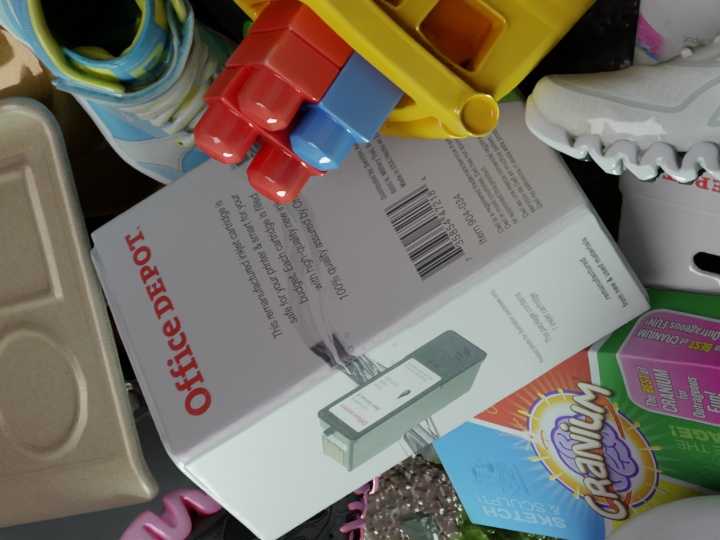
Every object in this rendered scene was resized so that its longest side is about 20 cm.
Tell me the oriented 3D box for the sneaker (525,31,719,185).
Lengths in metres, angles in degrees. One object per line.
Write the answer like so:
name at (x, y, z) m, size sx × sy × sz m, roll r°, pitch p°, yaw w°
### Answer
sneaker at (0.163, -0.074, 0.844) m, size 0.200 × 0.075 × 0.081 m, roll 1°, pitch 103°, yaw 12°

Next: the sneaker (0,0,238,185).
sneaker at (-0.088, -0.084, 0.976) m, size 0.200 × 0.131 × 0.080 m, roll 38°, pitch 90°, yaw -26°

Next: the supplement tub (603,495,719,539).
supplement tub at (0.153, 0.206, 0.983) m, size 0.145 × 0.145 × 0.200 m, roll 29°, pitch 151°, yaw 17°

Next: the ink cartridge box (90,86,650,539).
ink cartridge box at (0.000, 0.000, 0.951) m, size 0.200 × 0.146 × 0.084 m, roll -32°, pitch 138°, yaw 6°

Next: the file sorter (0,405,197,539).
file sorter at (-0.114, 0.188, 1.136) m, size 0.139 × 0.200 × 0.125 m, roll 20°, pitch 123°, yaw 22°

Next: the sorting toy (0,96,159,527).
sorting toy at (-0.188, 0.028, 1.070) m, size 0.185 × 0.036 × 0.200 m, roll -13°, pitch 95°, yaw 37°

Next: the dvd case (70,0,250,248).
dvd case at (-0.116, -0.081, 1.122) m, size 0.150 × 0.025 × 0.200 m, roll 47°, pitch 128°, yaw 3°

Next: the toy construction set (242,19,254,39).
toy construction set at (-0.035, -0.169, 1.000) m, size 0.200 × 0.092 × 0.131 m, roll 51°, pitch 153°, yaw 10°

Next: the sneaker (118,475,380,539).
sneaker at (-0.023, 0.115, 1.057) m, size 0.095 × 0.200 × 0.079 m, roll 37°, pitch 158°, yaw 29°

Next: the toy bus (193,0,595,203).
toy bus at (-0.012, -0.132, 0.859) m, size 0.200 × 0.192 × 0.136 m, roll 40°, pitch 171°, yaw -18°

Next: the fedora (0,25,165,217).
fedora at (-0.178, -0.103, 1.080) m, size 0.201 × 0.082 × 0.201 m, roll 13°, pitch 118°, yaw 26°

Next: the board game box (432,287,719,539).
board game box at (0.121, 0.070, 0.995) m, size 0.200 × 0.040 × 0.153 m, roll 6°, pitch 140°, yaw 33°

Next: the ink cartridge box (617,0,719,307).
ink cartridge box at (0.178, -0.083, 0.916) m, size 0.117 × 0.067 × 0.200 m, roll 16°, pitch 118°, yaw 22°

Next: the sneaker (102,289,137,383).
sneaker at (-0.058, 0.023, 1.086) m, size 0.200 × 0.082 × 0.078 m, roll -12°, pitch 121°, yaw 25°
